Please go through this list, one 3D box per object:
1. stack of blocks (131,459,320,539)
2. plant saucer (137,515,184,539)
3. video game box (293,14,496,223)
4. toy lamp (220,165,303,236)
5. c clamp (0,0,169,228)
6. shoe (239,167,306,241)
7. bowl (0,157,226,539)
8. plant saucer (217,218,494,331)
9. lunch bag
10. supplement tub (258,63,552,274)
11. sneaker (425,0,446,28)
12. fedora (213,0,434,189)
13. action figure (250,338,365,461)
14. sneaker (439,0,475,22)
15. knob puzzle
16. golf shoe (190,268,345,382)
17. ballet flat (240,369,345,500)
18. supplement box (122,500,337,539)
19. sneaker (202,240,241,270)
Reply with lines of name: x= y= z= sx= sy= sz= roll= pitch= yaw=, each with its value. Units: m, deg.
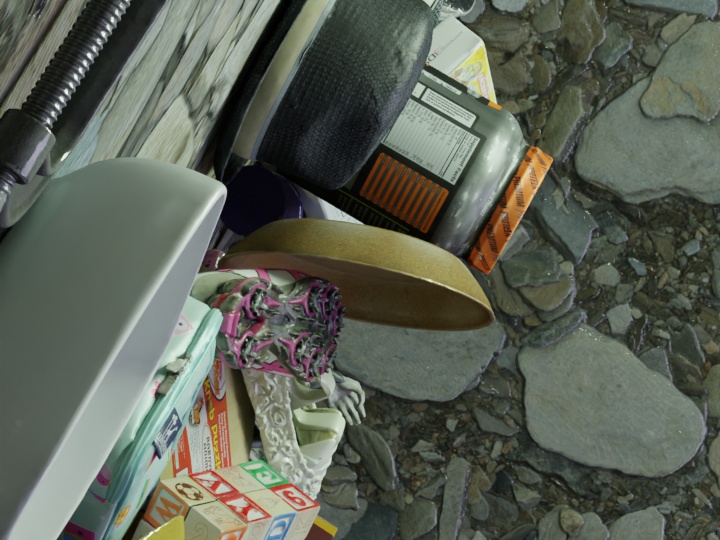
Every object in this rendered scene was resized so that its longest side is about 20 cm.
stack of blocks: x=-0.118 y=0.231 z=1.642 sx=0.115 sy=0.058 sz=0.201 roll=-7 pitch=127 yaw=-57
plant saucer: x=-0.203 y=0.252 z=1.513 sx=0.200 sy=0.049 sz=0.200 roll=-31 pitch=169 yaw=-46
video game box: x=0.034 y=-0.089 z=1.986 sx=0.182 sy=0.047 sz=0.200 roll=-40 pitch=156 yaw=-10
toy lamp: x=-0.075 y=-0.048 z=1.847 sx=0.058 sy=0.058 sz=0.200 roll=-60 pitch=176 yaw=0
c clamp: x=-0.094 y=-0.089 z=0.917 sx=0.201 sy=0.027 sz=0.171 roll=-59 pitch=178 yaw=-19
shoe: x=-0.063 y=-0.065 z=1.983 sx=0.070 sy=0.053 sz=0.201 roll=-19 pitch=128 yaw=-67
bowl: x=-0.142 y=0.050 z=1.064 sx=0.201 sy=0.074 sz=0.200 roll=-59 pitch=178 yaw=-30
plant saucer: x=0.000 y=0.000 z=1.728 sx=0.200 sy=0.199 sz=0.036 roll=113 pitch=-11 yaw=-78
lunch bag: x=-0.154 y=0.102 z=1.531 sx=0.161 sy=0.077 sz=0.200 roll=-58 pitch=179 yaw=-42
supplement tub: x=0.029 y=-0.088 z=1.749 sx=0.123 sy=0.199 sz=0.123 roll=-59 pitch=179 yaw=-2
sneaker: x=0.037 y=-0.190 z=1.985 sx=0.081 sy=0.074 sz=0.201 roll=-108 pitch=-147 yaw=-41
fedora: x=-0.014 y=-0.126 z=1.598 sx=0.202 sy=0.091 sz=0.201 roll=-60 pitch=178 yaw=-4
action figure: x=-0.056 y=0.108 z=1.956 sx=0.119 sy=0.102 sz=0.200 roll=-34 pitch=-164 yaw=19
sneaker: x=0.083 y=-0.295 z=2.533 sx=0.080 sy=0.078 sz=0.200 roll=-38 pitch=-174 yaw=31
knob puzzle: x=-0.119 y=0.093 z=1.733 sx=0.219 sy=0.030 sz=0.222 roll=-2 pitch=90 yaw=-72
golf shoe: x=-0.077 y=0.029 z=1.660 sx=0.200 sy=0.091 sz=0.073 roll=18 pitch=86 yaw=-65
ballet flat: x=-0.047 y=0.101 z=1.800 sx=0.072 sy=0.071 sz=0.201 roll=-58 pitch=144 yaw=-43
supplement box: x=-0.147 y=0.223 z=1.822 sx=0.133 sy=0.196 sz=0.200 roll=-59 pitch=178 yaw=15
sneaker: x=-0.123 y=0.030 z=1.851 sx=0.200 sy=0.070 sz=0.083 roll=-30 pitch=114 yaw=-68
